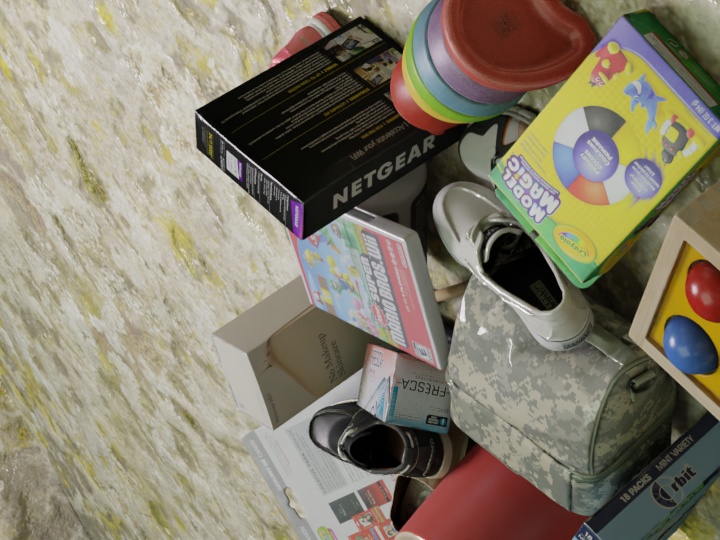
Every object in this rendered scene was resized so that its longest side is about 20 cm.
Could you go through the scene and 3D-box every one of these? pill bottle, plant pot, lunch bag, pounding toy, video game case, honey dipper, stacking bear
[{"bbox_3d":[0.008,-0.065,1.563,0.114,0.113,0.201,39,149,32],"label":"pill bottle"},{"bbox_3d":[0.142,0.273,1.646,0.200,0.177,0.201,40,151,28],"label":"plant pot"},{"bbox_3d":[0.175,0.088,1.415,0.200,0.139,0.169,37,152,35],"label":"lunch bag"},{"bbox_3d":[0.297,0.047,1.152,0.200,0.142,0.185,45,153,23],"label":"pounding toy"},{"bbox_3d":[0.000,0.000,1.501,0.199,0.017,0.144,25,141,48],"label":"video game case"},{"bbox_3d":[0.098,0.018,1.592,0.038,0.038,0.200,59,156,-5],"label":"honey dipper"},{"bbox_3d":[0.084,-0.169,1.325,0.122,0.113,0.200,56,159,0],"label":"stacking bear"}]

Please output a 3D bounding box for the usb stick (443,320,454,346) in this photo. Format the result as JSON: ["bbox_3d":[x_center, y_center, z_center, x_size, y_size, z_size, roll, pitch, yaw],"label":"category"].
[{"bbox_3d":[0.119,0.097,1.648,0.199,0.032,0.056,30,143,44],"label":"usb stick"}]

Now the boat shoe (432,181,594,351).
[{"bbox_3d":[0.118,-0.016,1.361,0.201,0.072,0.066,57,-178,38],"label":"boat shoe"}]

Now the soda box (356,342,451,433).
[{"bbox_3d":[0.043,0.112,1.595,0.200,0.063,0.069,180,101,-83],"label":"soda box"}]

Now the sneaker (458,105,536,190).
[{"bbox_3d":[0.140,-0.080,1.356,0.199,0.080,0.074,25,142,50],"label":"sneaker"}]

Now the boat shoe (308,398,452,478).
[{"bbox_3d":[0.006,0.175,1.711,0.199,0.067,0.073,9,98,49],"label":"boat shoe"}]

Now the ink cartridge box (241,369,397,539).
[{"bbox_3d":[-0.009,0.220,1.848,0.201,0.175,0.084,61,-162,-8],"label":"ink cartridge box"}]

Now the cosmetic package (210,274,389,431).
[{"bbox_3d":[-0.048,0.065,1.712,0.073,0.199,0.104,23,140,47],"label":"cosmetic package"}]

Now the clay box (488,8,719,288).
[{"bbox_3d":[0.181,-0.082,1.221,0.115,0.047,0.200,49,125,14],"label":"clay box"}]

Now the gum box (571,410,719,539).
[{"bbox_3d":[0.239,0.223,1.426,0.045,0.169,0.201,45,152,18],"label":"gum box"}]

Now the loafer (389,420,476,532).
[{"bbox_3d":[0.079,0.202,1.730,0.075,0.067,0.202,20,114,22],"label":"loafer"}]

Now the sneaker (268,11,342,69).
[{"bbox_3d":[-0.069,-0.174,1.605,0.074,0.086,0.201,49,154,16],"label":"sneaker"}]

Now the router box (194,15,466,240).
[{"bbox_3d":[-0.025,-0.130,1.445,0.149,0.199,0.051,41,149,29],"label":"router box"}]
